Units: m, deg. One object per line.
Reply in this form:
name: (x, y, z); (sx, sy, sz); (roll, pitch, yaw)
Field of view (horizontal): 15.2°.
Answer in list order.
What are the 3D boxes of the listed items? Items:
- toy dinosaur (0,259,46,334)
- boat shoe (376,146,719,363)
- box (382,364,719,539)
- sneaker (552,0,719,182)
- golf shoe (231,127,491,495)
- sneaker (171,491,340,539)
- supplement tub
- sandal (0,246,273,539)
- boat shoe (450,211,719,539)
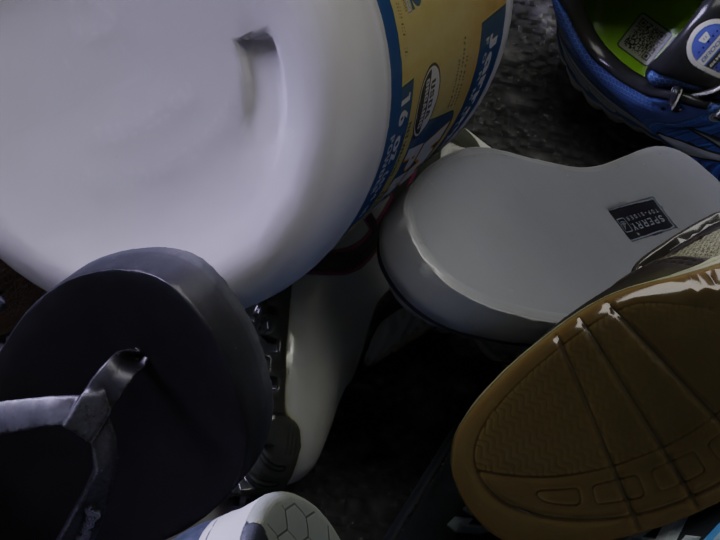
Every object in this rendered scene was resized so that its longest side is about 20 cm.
toy dinosaur: (-0.123, -0.009, 0.864); (0.086, 0.136, 0.200); (29, 45, 14)
boat shoe: (0.060, 0.000, 0.914); (0.072, 0.066, 0.200); (54, 31, 12)
box: (0.103, 0.102, 0.823); (0.199, 0.046, 0.159); (5, 39, 28)
sneaker: (0.146, -0.061, 1.008); (0.199, 0.089, 0.079); (32, 88, 24)
golf shoe: (0.000, 0.000, 0.934); (0.088, 0.077, 0.201); (18, 44, -6)
sneaker: (-0.083, 0.160, 0.708); (0.145, 0.077, 0.203); (-20, 33, 27)
supplement tub: (-0.035, -0.080, 0.823); (0.144, 0.145, 0.200); (25, 24, 10)
sandal: (-0.097, 0.061, 0.770); (0.076, 0.200, 0.043); (51, 39, -5)
boat shoe: (0.117, 0.021, 0.841); (0.199, 0.065, 0.074); (-29, 93, -3)
